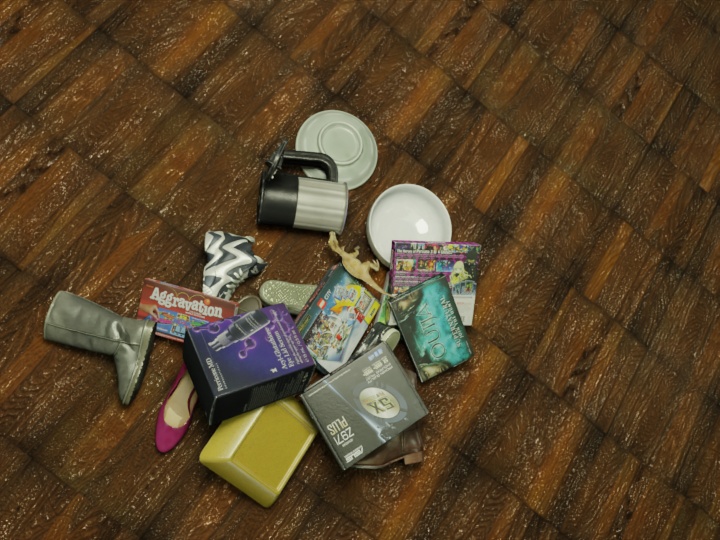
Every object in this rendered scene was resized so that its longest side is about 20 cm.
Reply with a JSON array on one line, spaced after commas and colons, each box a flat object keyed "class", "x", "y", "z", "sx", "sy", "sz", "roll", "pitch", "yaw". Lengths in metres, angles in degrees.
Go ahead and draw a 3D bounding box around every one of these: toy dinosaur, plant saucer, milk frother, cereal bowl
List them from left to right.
[{"class": "plant saucer", "x": -0.175, "y": 0.330, "z": 1.145, "sx": 0.200, "sy": 0.048, "sz": 0.201, "roll": 48, "pitch": 64, "yaw": -30}, {"class": "milk frother", "x": -0.115, "y": -0.172, "z": 1.243, "sx": 0.185, "sy": 0.200, "sz": 0.183, "roll": 5, "pitch": 95, "yaw": -13}, {"class": "plant saucer", "x": -0.050, "y": -0.286, "z": 1.376, "sx": 0.197, "sy": 0.050, "sz": 0.203, "roll": 3, "pitch": 77, "yaw": -14}, {"class": "toy dinosaur", "x": 0.000, "y": 0.000, "z": 1.285, "sx": 0.200, "sy": 0.101, "sz": 0.058, "roll": 44, "pitch": 111, "yaw": 9}, {"class": "cereal bowl", "x": 0.103, "y": -0.088, "z": 1.350, "sx": 0.197, "sy": 0.083, "sz": 0.203, "roll": 3, "pitch": 76, "yaw": -13}]

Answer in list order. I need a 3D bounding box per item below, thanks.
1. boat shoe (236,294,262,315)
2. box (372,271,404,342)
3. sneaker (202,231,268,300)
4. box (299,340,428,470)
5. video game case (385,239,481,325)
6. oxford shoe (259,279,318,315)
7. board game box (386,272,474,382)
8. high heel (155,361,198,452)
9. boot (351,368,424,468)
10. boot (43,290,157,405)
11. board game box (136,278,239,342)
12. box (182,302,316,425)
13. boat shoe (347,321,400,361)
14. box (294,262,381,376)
[{"class": "boat shoe", "x": -0.249, "y": 0.150, "z": 1.211, "sx": 0.071, "sy": 0.068, "sz": 0.202, "roll": 16, "pitch": 75, "yaw": 9}, {"class": "box", "x": 0.137, "y": 0.099, "z": 1.339, "sx": 0.197, "sy": 0.036, "sz": 0.146, "roll": 18, "pitch": 73, "yaw": -8}, {"class": "sneaker", "x": -0.256, "y": 0.015, "z": 1.232, "sx": 0.127, "sy": 0.080, "sz": 0.202, "roll": -1, "pitch": 67, "yaw": -6}, {"class": "box", "x": 0.005, "y": 0.258, "z": 1.166, "sx": 0.198, "sy": 0.086, "sz": 0.165, "roll": -31, "pitch": 88, "yaw": -7}, {"class": "video game case", "x": 0.156, "y": 0.028, "z": 1.288, "sx": 0.197, "sy": 0.036, "sz": 0.184, "roll": 1, "pitch": 103, "yaw": -14}, {"class": "oxford shoe", "x": -0.128, "y": 0.067, "z": 1.271, "sx": 0.198, "sy": 0.058, "sz": 0.076, "roll": 16, "pitch": 67, "yaw": -26}, {"class": "board game box", "x": 0.152, "y": 0.124, "z": 1.275, "sx": 0.134, "sy": 0.028, "sz": 0.202, "roll": -26, "pitch": 108, "yaw": -7}, {"class": "high heel", "x": -0.347, "y": 0.250, "z": 1.144, "sx": 0.067, "sy": 0.096, "sz": 0.203, "roll": 18, "pitch": 73, "yaw": -9}, {"class": "boot", "x": 0.043, "y": 0.306, "z": 1.251, "sx": 0.184, "sy": 0.064, "sz": 0.203, "roll": -1, "pitch": 78, "yaw": -24}, {"class": "boot", "x": -0.508, "y": 0.149, "z": 1.140, "sx": 0.197, "sy": 0.073, "sz": 0.185, "roll": 14, "pitch": 80, "yaw": -10}, {"class": "board game box", "x": -0.343, "y": 0.090, "z": 1.173, "sx": 0.197, "sy": 0.019, "sz": 0.105, "roll": 14, "pitch": 94, "yaw": 9}, {"class": "box", "x": -0.205, "y": 0.167, "z": 1.087, "sx": 0.198, "sy": 0.105, "sz": 0.149, "roll": -15, "pitch": 58, "yaw": -32}, {"class": "boat shoe", "x": 0.001, "y": 0.193, "z": 1.263, "sx": 0.066, "sy": 0.074, "sz": 0.201, "roll": 37, "pitch": 94, "yaw": 35}, {"class": "box", "x": -0.056, "y": 0.105, "z": 1.253, "sx": 0.137, "sy": 0.038, "sz": 0.201, "roll": 44, "pitch": 61, "yaw": -19}]
